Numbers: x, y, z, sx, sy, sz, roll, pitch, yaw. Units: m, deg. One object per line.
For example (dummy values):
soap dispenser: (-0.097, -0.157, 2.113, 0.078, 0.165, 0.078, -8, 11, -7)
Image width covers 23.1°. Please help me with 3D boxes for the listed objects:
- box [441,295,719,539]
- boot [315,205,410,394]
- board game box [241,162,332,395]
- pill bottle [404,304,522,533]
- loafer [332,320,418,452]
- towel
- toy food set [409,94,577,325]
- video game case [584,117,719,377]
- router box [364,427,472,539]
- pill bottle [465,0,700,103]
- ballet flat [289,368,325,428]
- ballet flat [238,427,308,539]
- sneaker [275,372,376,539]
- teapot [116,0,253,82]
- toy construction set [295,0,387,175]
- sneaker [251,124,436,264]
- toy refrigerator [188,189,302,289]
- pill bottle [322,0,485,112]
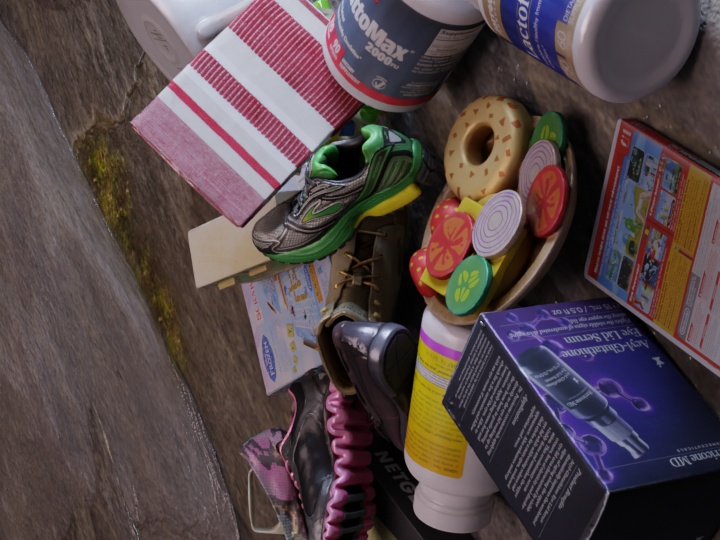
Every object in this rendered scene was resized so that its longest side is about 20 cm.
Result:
box: (0.182, 0.127, 1.387, 0.200, 0.148, 0.105, 54, 138, 37)
boot: (0.000, 0.000, 1.660, 0.156, 0.072, 0.201, -69, -15, -65)
board game box: (-0.063, 0.012, 1.870, 0.199, 0.041, 0.201, -31, 69, 56)
pill bottle: (0.095, 0.129, 1.571, 0.104, 0.104, 0.201, 36, 125, 51)
loafer: (0.027, 0.104, 1.613, 0.063, 0.072, 0.200, 18, 153, 26)
towel: (-0.093, -0.155, 1.626, 0.144, 0.200, 0.023, 44, 173, 6)
toy food set: (0.111, -0.048, 1.495, 0.200, 0.049, 0.198, -61, 30, 3)
video game case: (0.251, -0.016, 1.367, 0.200, 0.017, 0.143, 41, 130, 48)
router box: (0.032, 0.279, 1.755, 0.200, 0.052, 0.158, 48, 134, 44)
pill bottle: (0.162, -0.218, 1.381, 0.200, 0.115, 0.116, 41, 130, 49)
ballet flat: (-0.048, 0.187, 1.838, 0.071, 0.069, 0.201, -85, 1, -56)
ballet flat: (-0.071, 0.258, 1.768, 0.069, 0.071, 0.201, -39, -72, -85)
sneaker: (-0.039, 0.191, 1.712, 0.095, 0.079, 0.201, -3, 77, 30)
teapot: (-0.157, -0.285, 1.880, 0.200, 0.146, 0.198, 46, 165, 23)
toy construction set: (-0.038, -0.195, 1.694, 0.092, 0.131, 0.201, 153, 105, -69)
sneaker: (-0.029, -0.076, 1.602, 0.200, 0.085, 0.078, -33, 41, 32)
toy refrigerator: (-0.098, -0.029, 1.808, 0.200, 0.076, 0.070, -18, 80, 57)
pill bottle: (0.055, -0.243, 1.549, 0.200, 0.119, 0.120, -54, 51, 48)
